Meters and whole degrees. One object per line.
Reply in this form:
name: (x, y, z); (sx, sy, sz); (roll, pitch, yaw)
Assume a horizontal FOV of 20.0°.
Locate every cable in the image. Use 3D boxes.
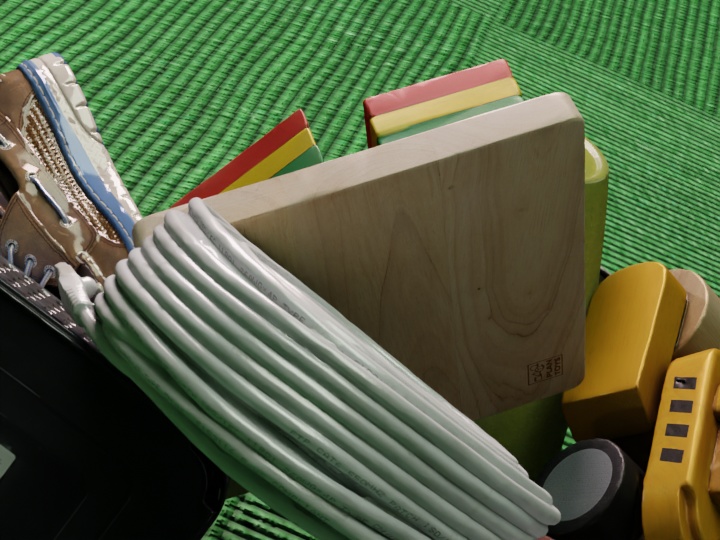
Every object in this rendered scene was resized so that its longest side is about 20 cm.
cable: (-0.013, 0.056, 0.793); (0.200, 0.069, 0.200); (39, -1, -27)

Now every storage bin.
storage bin: (-0.163, 0.071, 0.835); (0.200, 0.135, 0.094); (37, -1, -1)

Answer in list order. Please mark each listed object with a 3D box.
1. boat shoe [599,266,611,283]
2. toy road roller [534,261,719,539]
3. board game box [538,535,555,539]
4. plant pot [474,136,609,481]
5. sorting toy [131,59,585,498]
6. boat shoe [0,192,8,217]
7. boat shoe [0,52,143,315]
boat shoe: (0.184, 0.055, 1.290); (0.200, 0.064, 0.071); (36, 29, 25)
toy road roller: (0.188, 0.088, 1.026); (0.123, 0.146, 0.200); (45, 44, -30)
board game box: (0.082, 0.150, 1.005); (0.200, 0.103, 0.019); (27, 71, 7)
plant pot: (0.053, 0.012, 1.111); (0.187, 0.200, 0.187); (18, 27, -10)
sorting toy: (0.000, 0.000, 0.952); (0.198, 0.200, 0.070); (-17, 52, -7)
boat shoe: (-0.172, 0.013, 1.074); (0.200, 0.075, 0.073); (37, 29, 29)
boat shoe: (-0.148, -0.015, 1.025); (0.072, 0.072, 0.200); (-21, 63, -14)
